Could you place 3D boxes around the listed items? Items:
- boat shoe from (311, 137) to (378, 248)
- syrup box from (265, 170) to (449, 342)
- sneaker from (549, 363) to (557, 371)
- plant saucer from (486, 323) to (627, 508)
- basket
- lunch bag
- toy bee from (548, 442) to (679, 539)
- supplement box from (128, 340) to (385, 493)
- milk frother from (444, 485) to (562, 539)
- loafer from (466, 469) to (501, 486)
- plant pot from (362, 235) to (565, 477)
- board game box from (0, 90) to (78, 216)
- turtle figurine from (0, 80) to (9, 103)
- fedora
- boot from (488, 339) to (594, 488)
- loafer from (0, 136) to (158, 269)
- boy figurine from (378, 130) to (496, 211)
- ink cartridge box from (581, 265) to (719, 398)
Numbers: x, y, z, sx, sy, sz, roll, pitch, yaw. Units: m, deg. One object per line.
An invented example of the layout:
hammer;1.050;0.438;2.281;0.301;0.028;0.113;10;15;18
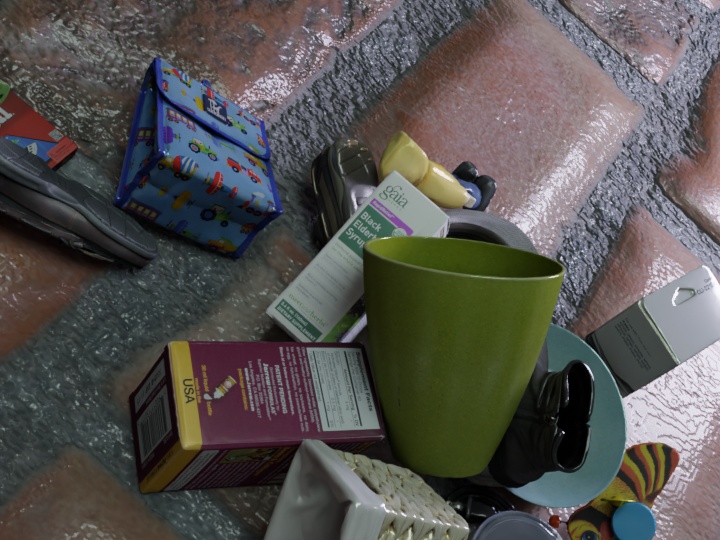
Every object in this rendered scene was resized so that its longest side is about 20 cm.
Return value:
boat shoe;-0.011;-0.048;1.150;0.074;0.073;0.201;-3;83;-41
syrup box;0.000;0.000;1.051;0.079;0.081;0.200;41;84;10
sneaker;0.125;0.133;1.113;0.199;0.079;0.079;8;66;-22
plant saucer;0.188;0.153;1.065;0.200;0.039;0.202;8;66;-19
basket;-0.009;0.265;0.857;0.123;0.135;0.201;15;98;-27
lunch bag;-0.173;-0.135;1.098;0.150;0.094;0.201;25;39;-31
toy bee;0.266;0.268;1.093;0.108;0.131;0.200;21;60;13
supplement box;-0.099;0.136;0.941;0.199;0.131;0.104;3;60;-30
milk frother;0.123;0.273;0.949;0.180;0.188;0.201;12;56;-25
loafer;0.199;0.197;1.111;0.199;0.070;0.070;3;26;-30
plant pot;0.084;0.083;0.945;0.186;0.187;0.201;-1;103;-31
board game box;-0.383;-0.099;0.993;0.103;0.019;0.200;39;49;-3
turtle figurine;-0.436;-0.201;0.918;0.194;0.200;0.144;40;60;-3
fedora;0.117;0.022;1.167;0.199;0.090;0.177;-15;70;-39
boot;0.182;0.108;0.981;0.069;0.132;0.201;9;65;-19
loafer;-0.295;-0.055;0.992;0.200;0.063;0.072;36;15;-29
boy figurine;0.080;-0.118;1.202;0.124;0.065;0.200;43;16;34
ink cartridge box;0.321;0.091;1.173;0.144;0.200;0.084;-21;73;-38
